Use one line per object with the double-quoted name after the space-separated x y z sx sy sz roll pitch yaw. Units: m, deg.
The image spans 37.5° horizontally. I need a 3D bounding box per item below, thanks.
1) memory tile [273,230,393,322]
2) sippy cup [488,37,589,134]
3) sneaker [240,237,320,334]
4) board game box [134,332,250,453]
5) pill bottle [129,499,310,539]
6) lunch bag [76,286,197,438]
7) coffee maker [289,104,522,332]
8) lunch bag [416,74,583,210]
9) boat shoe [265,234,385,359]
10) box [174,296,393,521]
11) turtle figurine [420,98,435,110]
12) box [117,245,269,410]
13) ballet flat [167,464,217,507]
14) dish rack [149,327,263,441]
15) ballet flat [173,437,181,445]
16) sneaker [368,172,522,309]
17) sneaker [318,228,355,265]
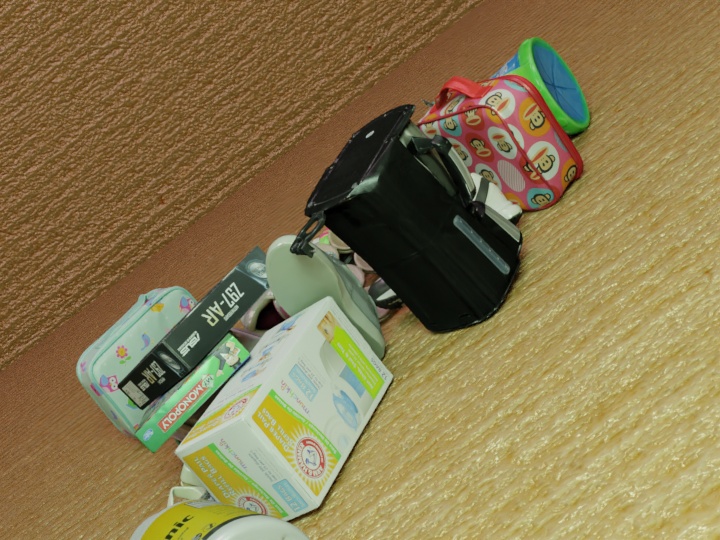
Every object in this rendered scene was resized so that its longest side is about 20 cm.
0.000 0.000 1.298 0.200 0.017 0.153 -42 56 -18 "memory tile"
0.211 -0.213 1.393 0.130 0.177 0.140 -31 37 32 "sippy cup"
-0.085 0.035 1.465 0.200 0.081 0.088 -43 14 11 "sneaker"
-0.177 0.122 1.120 0.135 0.029 0.200 -45 5 -7 "board game box"
-0.115 0.237 0.818 0.111 0.112 0.200 -44 15 -25 "pill bottle"
-0.291 0.124 1.498 0.200 0.161 0.077 -46 17 -29 "lunch bag"
0.048 -0.030 1.069 0.192 0.200 0.135 -49 20 -10 "coffee maker"
0.153 -0.156 1.260 0.082 0.177 0.200 -45 20 -19 "lunch bag"
-0.037 0.022 1.112 0.070 0.201 0.072 -23 42 17 "boat shoe"
-0.068 0.136 1.013 0.101 0.113 0.200 -29 15 36 "box"
0.173 -0.236 1.636 0.149 0.102 0.199 1 23 45 "turtle figurine"
-0.184 0.068 1.194 0.160 0.044 0.200 -48 6 -33 "box"
-0.147 0.214 1.028 0.072 0.072 0.201 -32 16 19 "ballet flat"
-0.153 0.133 1.252 0.199 0.044 0.172 12 47 45 "dish rack"
-0.218 0.172 1.375 0.064 0.076 0.200 -29 23 -6 "ballet flat"
0.085 -0.032 1.208 0.199 0.080 0.074 -36 -14 -6 "sneaker"
0.024 -0.041 1.429 0.199 0.085 0.076 -26 20 -37 "sneaker"
